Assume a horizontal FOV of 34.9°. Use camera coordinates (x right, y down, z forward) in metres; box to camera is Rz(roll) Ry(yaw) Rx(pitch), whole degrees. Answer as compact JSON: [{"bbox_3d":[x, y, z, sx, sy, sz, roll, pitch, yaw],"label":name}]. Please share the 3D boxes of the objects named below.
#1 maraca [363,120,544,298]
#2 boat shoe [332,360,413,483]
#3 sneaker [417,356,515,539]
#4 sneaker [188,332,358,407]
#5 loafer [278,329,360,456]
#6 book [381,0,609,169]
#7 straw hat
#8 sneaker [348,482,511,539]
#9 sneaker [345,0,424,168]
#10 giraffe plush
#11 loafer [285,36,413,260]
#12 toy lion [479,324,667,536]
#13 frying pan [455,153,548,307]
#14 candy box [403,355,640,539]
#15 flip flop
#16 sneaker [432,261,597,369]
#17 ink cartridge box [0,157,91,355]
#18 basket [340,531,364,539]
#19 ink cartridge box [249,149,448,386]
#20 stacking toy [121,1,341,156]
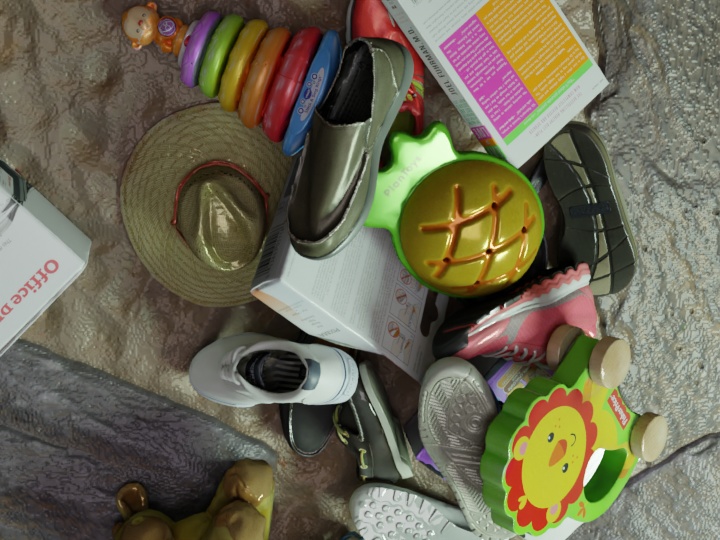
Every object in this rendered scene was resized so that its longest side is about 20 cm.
[{"bbox_3d":[0.084,-0.050,1.037,0.200,0.107,0.137,34,100,-30],"label":"maraca"},{"bbox_3d":[0.006,0.156,1.118,0.060,0.072,0.202,-15,144,4],"label":"boat shoe"},{"bbox_3d":[0.106,0.144,1.071,0.076,0.111,0.201,-16,117,16],"label":"sneaker"},{"bbox_3d":[-0.097,0.088,1.066,0.071,0.199,0.074,21,70,-49],"label":"sneaker"},{"bbox_3d":[-0.038,0.097,1.129,0.072,0.072,0.202,7,107,-12],"label":"loafer"},{"bbox_3d":[0.123,-0.209,1.046,0.134,0.048,0.200,-43,109,-19],"label":"book"},{"bbox_3d":[-0.127,-0.048,1.061,0.199,0.085,0.203,-3,108,-8],"label":"straw hat"},{"bbox_3d":[0.071,0.269,1.192,0.199,0.081,0.077,28,98,-19],"label":"sneaker"},{"bbox_3d":[0.033,-0.168,1.049,0.076,0.085,0.202,-9,109,-8],"label":"sneaker"},{"bbox_3d":[-0.175,0.278,1.141,0.161,0.173,0.201,6,141,-1],"label":"giraffe plush"},{"bbox_3d":[-0.021,-0.108,0.964,0.075,0.070,0.201,17,88,30],"label":"loafer"},{"bbox_3d":[0.188,0.163,1.047,0.192,0.068,0.200,-54,133,-19],"label":"toy lion"},{"bbox_3d":[0.136,-0.049,1.128,0.114,0.031,0.192,5,95,-21],"label":"frying pan"},{"bbox_3d":[0.174,0.172,1.188,0.200,0.072,0.168,39,98,-17],"label":"candy box"},{"bbox_3d":[0.226,-0.061,1.125,0.081,0.058,0.201,-5,121,25],"label":"flip flop"},{"bbox_3d":[0.156,0.058,1.072,0.199,0.074,0.087,-23,93,-34],"label":"sneaker"},{"bbox_3d":[-0.363,-0.032,1.028,0.145,0.084,0.200,-43,108,6],"label":"ink cartridge box"},{"bbox_3d":[-0.018,0.374,1.150,0.176,0.200,0.139,-34,117,0],"label":"basket"},{"bbox_3d":[0.000,0.000,1.074,0.050,0.163,0.200,-18,134,40],"label":"ink cartridge box"},{"bbox_3d":[-0.120,-0.190,1.021,0.199,0.110,0.117,23,96,-1],"label":"stacking toy"}]
